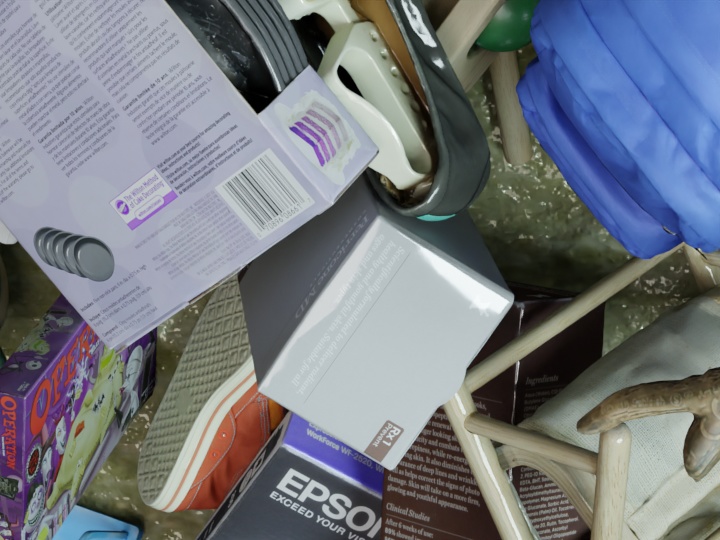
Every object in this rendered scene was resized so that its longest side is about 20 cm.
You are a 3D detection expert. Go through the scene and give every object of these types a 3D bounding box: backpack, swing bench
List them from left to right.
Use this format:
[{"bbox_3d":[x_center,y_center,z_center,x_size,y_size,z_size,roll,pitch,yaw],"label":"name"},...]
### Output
[{"bbox_3d":[0.163,0.106,1.028,0.129,0.198,0.202,16,128,47],"label":"swing bench"},{"bbox_3d":[0.161,-0.086,0.915,0.168,0.200,0.163,-44,85,22],"label":"backpack"}]

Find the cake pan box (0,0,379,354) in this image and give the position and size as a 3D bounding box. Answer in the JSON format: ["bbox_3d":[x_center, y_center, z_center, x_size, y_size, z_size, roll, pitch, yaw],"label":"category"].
[{"bbox_3d":[-0.111,-0.075,0.929,0.184,0.052,0.200,48,137,-8],"label":"cake pan box"}]

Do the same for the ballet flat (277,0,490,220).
[{"bbox_3d":[-0.004,-0.112,0.915,0.068,0.068,0.201,-28,95,35],"label":"ballet flat"}]

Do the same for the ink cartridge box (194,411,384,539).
[{"bbox_3d":[0.019,0.160,1.192,0.197,0.044,0.201,27,123,-13],"label":"ink cartridge box"}]

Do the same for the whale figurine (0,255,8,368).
[{"bbox_3d":[-0.282,0.047,1.178,0.158,0.104,0.202,10,77,13],"label":"whale figurine"}]

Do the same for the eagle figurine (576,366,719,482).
[{"bbox_3d":[0.209,0.037,0.838,0.151,0.199,0.152,19,99,36],"label":"eagle figurine"}]

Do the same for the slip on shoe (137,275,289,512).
[{"bbox_3d":[-0.065,0.061,1.188,0.061,0.074,0.201,13,121,-30],"label":"slip on shoe"}]

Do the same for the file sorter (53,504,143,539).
[{"bbox_3d":[-0.259,0.190,1.252,0.198,0.123,0.140,18,84,10],"label":"file sorter"}]

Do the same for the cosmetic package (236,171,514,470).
[{"bbox_3d":[0.000,0.000,1.017,0.090,0.200,0.107,32,102,-15],"label":"cosmetic package"}]

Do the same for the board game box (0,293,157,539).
[{"bbox_3d":[-0.157,0.066,1.135,0.032,0.200,0.121,9,121,13],"label":"board game box"}]

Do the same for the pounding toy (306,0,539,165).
[{"bbox_3d":[0.035,-0.161,1.002,0.200,0.142,0.184,43,122,6],"label":"pounding toy"}]

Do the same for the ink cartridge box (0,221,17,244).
[{"bbox_3d":[-0.156,-0.138,1.057,0.083,0.145,0.201,28,123,5],"label":"ink cartridge box"}]

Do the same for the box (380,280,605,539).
[{"bbox_3d":[0.068,0.108,1.095,0.100,0.074,0.202,11,101,48],"label":"box"}]
